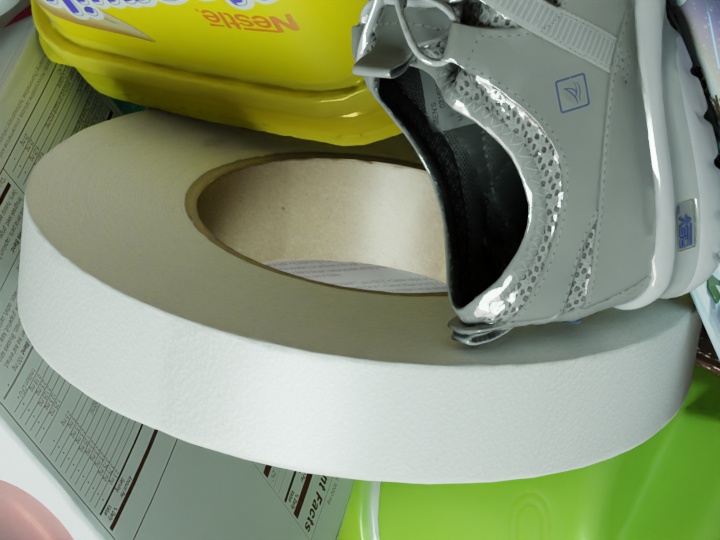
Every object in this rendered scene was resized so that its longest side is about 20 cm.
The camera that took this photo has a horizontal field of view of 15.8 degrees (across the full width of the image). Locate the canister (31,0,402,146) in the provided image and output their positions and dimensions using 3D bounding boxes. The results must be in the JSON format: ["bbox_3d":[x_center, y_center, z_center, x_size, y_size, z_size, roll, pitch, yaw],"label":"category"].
[{"bbox_3d":[-0.063,-0.130,0.727,0.148,0.087,0.200,13,156,32],"label":"canister"}]

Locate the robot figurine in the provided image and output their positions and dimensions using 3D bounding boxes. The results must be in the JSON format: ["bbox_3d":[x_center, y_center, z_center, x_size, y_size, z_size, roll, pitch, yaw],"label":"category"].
[{"bbox_3d":[0.072,0.088,0.956,0.199,0.116,0.175,3,147,47],"label":"robot figurine"}]

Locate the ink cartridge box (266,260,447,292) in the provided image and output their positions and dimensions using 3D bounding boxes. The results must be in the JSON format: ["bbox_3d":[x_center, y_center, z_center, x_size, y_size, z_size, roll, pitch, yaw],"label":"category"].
[{"bbox_3d":[0.006,-0.019,0.990,0.176,0.045,0.200,35,158,-31],"label":"ink cartridge box"}]

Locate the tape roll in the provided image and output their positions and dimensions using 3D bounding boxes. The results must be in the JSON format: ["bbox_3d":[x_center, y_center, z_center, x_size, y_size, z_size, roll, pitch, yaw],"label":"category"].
[{"bbox_3d":[0.000,0.000,0.752,0.201,0.037,0.203,6,-158,-2],"label":"tape roll"}]

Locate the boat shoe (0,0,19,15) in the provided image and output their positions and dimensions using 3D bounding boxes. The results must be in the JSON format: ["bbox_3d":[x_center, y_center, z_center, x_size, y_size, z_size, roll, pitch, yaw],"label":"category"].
[{"bbox_3d":[-0.188,-0.149,0.818,0.199,0.074,0.067,31,151,10],"label":"boat shoe"}]

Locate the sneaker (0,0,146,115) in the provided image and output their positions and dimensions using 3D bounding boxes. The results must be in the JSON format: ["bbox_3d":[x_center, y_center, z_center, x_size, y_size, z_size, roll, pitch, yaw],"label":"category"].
[{"bbox_3d":[-0.139,-0.056,0.951,0.199,0.121,0.084,7,154,42],"label":"sneaker"}]

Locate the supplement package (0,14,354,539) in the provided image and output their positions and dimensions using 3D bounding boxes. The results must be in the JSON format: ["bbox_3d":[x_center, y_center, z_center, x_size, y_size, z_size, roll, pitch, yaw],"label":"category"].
[{"bbox_3d":[-0.139,0.060,0.865,0.190,0.147,0.200,-21,121,29],"label":"supplement package"}]

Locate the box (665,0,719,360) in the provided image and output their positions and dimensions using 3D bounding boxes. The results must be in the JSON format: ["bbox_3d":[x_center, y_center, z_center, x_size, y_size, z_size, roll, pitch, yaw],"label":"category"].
[{"bbox_3d":[0.124,-0.027,0.656,0.137,0.040,0.201,-27,87,62],"label":"box"}]

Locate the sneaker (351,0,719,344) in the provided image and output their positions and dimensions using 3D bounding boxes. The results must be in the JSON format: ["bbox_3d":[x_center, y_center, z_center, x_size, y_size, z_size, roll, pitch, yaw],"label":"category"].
[{"bbox_3d":[0.032,-0.076,0.650,0.075,0.082,0.201,0,112,60],"label":"sneaker"}]
